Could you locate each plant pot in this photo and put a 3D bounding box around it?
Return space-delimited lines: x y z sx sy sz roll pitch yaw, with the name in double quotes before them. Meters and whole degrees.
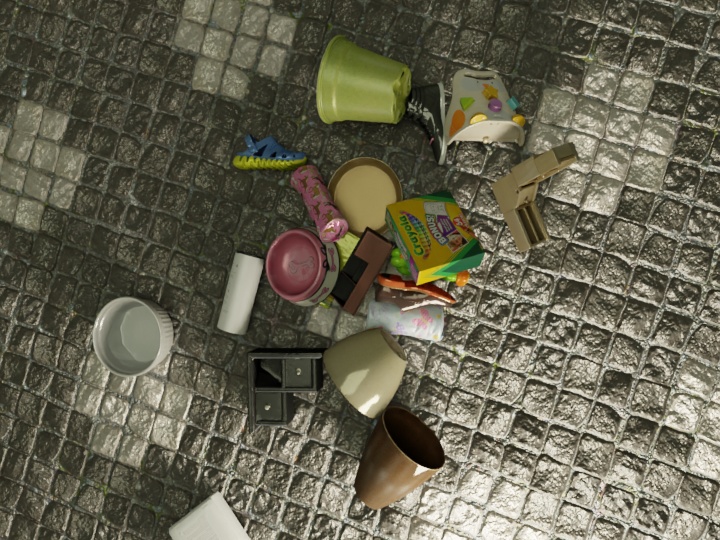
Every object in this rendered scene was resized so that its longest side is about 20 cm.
"plant pot" 0.075 0.469 1.452 0.186 0.187 0.202 38 109 7
"plant pot" 0.018 -0.434 1.426 0.180 0.200 0.206 16 92 16
"plant pot" 0.010 -0.182 1.526 0.194 0.027 0.207 0 90 9

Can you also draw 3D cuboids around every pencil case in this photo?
"pencil case" 0.109 0.121 1.480 0.194 0.083 0.094 4 92 9
"pencil case" -0.103 -0.165 1.487 0.083 0.086 0.203 -41 60 21

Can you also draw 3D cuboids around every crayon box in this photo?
"crayon box" 0.170 -0.082 1.410 0.168 0.059 0.203 -14 57 -16

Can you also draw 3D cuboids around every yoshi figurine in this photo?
"yoshi figurine" 0.166 -0.019 1.481 0.194 0.114 0.114 8 132 -5

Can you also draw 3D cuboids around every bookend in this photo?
"bookend" -0.181 0.302 1.523 0.193 0.092 0.207 0 91 9

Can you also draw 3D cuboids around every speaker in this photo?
"speaker" -0.308 0.058 1.551 0.079 0.081 0.206 15 92 9

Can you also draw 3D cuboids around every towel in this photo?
"towel" -0.074 -0.009 1.532 0.085 0.018 0.204 28 101 2

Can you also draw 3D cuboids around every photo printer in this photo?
"photo printer" -0.381 0.706 1.566 0.165 0.069 0.202 -38 85 7

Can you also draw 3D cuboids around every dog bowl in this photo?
"dog bowl" -0.152 -0.013 1.503 0.195 0.073 0.207 -2 85 25

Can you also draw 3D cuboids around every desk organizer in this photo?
"desk organizer" 0.000 0.000 1.486 0.076 0.072 0.203 29 100 -7

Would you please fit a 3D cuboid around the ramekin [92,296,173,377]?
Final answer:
"ramekin" -0.587 0.170 1.584 0.194 0.105 0.207 0 90 10

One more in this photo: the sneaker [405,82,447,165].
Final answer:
"sneaker" 0.158 -0.356 1.470 0.096 0.071 0.206 -3 83 -8

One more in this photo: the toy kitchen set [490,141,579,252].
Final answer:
"toy kitchen set" 0.449 -0.178 1.394 0.160 0.199 0.185 -21 86 -33

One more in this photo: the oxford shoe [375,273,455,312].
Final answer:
"oxford shoe" 0.129 0.063 1.438 0.194 0.071 0.074 14 105 -3

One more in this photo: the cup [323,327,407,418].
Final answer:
"cup" 0.028 0.222 1.429 0.143 0.200 0.201 -42 84 10

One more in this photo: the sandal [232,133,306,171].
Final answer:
"sandal" -0.231 -0.303 1.543 0.194 0.079 0.090 6 87 8

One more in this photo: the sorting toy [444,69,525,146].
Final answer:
"sorting toy" 0.294 -0.399 1.431 0.194 0.107 0.185 -2 64 -13
